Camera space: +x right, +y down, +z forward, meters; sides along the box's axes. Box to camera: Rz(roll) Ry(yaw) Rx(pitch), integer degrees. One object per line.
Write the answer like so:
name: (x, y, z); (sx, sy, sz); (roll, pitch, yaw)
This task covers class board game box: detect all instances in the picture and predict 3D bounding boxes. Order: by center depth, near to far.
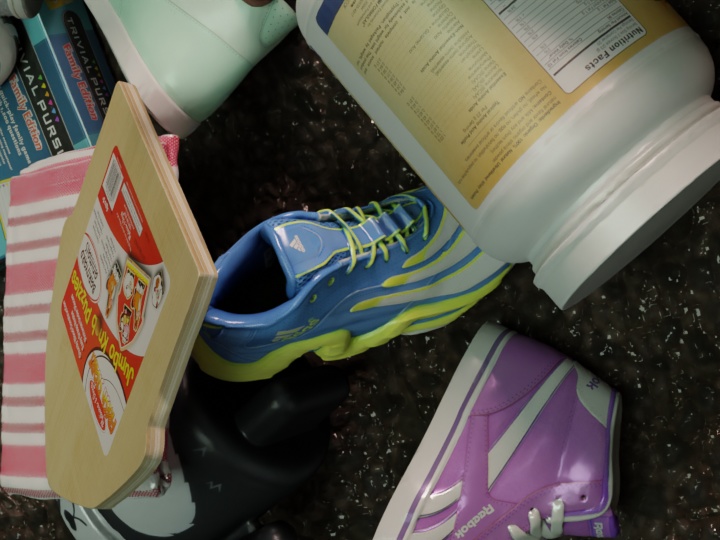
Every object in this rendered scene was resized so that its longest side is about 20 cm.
board game box: (-0.241, -0.084, 0.973); (0.198, 0.047, 0.153); (-22, 90, 33)

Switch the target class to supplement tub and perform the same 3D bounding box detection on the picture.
supplement tub: (0.078, -0.096, 0.717); (0.201, 0.144, 0.144); (50, 122, 10)

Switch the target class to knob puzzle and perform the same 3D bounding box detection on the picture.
knob puzzle: (-0.123, 0.034, 0.773); (0.219, 0.030, 0.223); (-22, 65, 57)

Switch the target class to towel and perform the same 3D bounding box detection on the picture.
towel: (-0.153, 0.030, 0.853); (0.145, 0.030, 0.203); (-6, 81, 44)

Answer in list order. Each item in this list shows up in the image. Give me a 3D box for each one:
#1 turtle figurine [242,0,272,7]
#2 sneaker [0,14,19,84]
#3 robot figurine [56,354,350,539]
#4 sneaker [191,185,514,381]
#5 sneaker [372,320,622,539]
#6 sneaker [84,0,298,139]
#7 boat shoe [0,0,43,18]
turtle figurine: (-0.025, -0.186, 0.722); (0.200, 0.161, 0.065); (-41, 85, -4)
sneaker: (-0.305, -0.098, 0.911); (0.200, 0.115, 0.076); (-43, 79, 31)
robot figurine: (-0.099, 0.100, 0.886); (0.124, 0.152, 0.200); (30, 128, -29)
sneaker: (0.000, 0.000, 0.766); (0.198, 0.105, 0.076); (-26, 77, -4)
sneaker: (0.074, 0.140, 0.794); (0.113, 0.073, 0.202); (26, 91, 16)
sneaker: (-0.107, -0.184, 0.863); (0.118, 0.074, 0.201); (-37, 66, 8)
boat shoe: (-0.231, -0.238, 0.882); (0.064, 0.075, 0.205); (-15, 76, -1)
